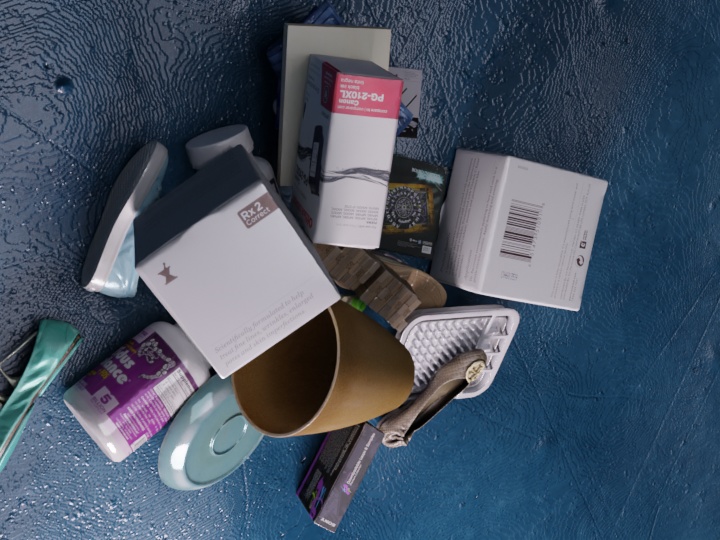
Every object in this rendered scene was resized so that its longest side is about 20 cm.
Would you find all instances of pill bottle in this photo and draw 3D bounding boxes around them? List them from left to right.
[{"bbox_3d":[-0.260,0.135,1.423,0.200,0.112,0.113,-40,117,-19],"label":"pill bottle"},{"bbox_3d":[-0.152,-0.076,1.444,0.111,0.111,0.201,-26,112,-24],"label":"pill bottle"}]

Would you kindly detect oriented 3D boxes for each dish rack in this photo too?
[{"bbox_3d":[0.122,0.115,1.660,0.199,0.044,0.172,-3,129,-30],"label":"dish rack"}]

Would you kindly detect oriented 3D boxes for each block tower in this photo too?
[{"bbox_3d":[0.000,0.000,1.506,0.058,0.054,0.200,-44,125,6],"label":"block tower"}]

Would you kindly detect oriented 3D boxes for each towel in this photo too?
[{"bbox_3d":[-0.025,-0.232,1.456,0.112,0.048,0.200,-45,117,-14],"label":"towel"}]

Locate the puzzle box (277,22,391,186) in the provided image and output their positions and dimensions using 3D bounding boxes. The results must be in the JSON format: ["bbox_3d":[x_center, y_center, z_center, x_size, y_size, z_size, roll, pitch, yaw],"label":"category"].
[{"bbox_3d":[-0.035,-0.203,1.418,0.132,0.025,0.201,-1,109,-17],"label":"puzzle box"}]

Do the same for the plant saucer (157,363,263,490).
[{"bbox_3d":[-0.177,0.207,1.479,0.200,0.027,0.201,-38,147,-30],"label":"plant saucer"}]

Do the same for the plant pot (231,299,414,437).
[{"bbox_3d":[-0.028,0.123,1.434,0.199,0.186,0.188,15,92,-46],"label":"plant pot"}]

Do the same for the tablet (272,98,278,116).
[{"bbox_3d":[-0.032,-0.166,1.555,0.130,0.014,0.201,-31,114,-22],"label":"tablet"}]

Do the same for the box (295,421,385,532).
[{"bbox_3d":[-0.030,0.263,1.538,0.036,0.200,0.144,28,85,-8],"label":"box"}]

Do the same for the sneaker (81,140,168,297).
[{"bbox_3d":[-0.270,-0.059,1.404,0.082,0.074,0.201,21,100,-33],"label":"sneaker"}]

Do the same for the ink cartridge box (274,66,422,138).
[{"bbox_3d":[-0.014,-0.228,1.517,0.199,0.044,0.095,-1,99,-30],"label":"ink cartridge box"}]

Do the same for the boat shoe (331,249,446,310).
[{"bbox_3d":[0.035,0.008,1.600,0.199,0.065,0.072,19,112,-32],"label":"boat shoe"}]

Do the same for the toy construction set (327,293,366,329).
[{"bbox_3d":[-0.042,0.112,1.560,0.131,0.092,0.201,-7,111,-49],"label":"toy construction set"}]

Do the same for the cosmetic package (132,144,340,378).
[{"bbox_3d":[-0.146,-0.016,1.297,0.164,0.200,0.165,-34,111,1],"label":"cosmetic package"}]

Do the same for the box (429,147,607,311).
[{"bbox_3d":[0.229,-0.059,1.664,0.199,0.130,0.200,9,95,-32],"label":"box"}]

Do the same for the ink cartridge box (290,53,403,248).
[{"bbox_3d":[-0.020,-0.142,1.350,0.084,0.145,0.201,4,107,-16],"label":"ink cartridge box"}]

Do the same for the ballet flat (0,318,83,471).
[{"bbox_3d":[-0.413,0.144,1.371,0.070,0.067,0.201,32,83,-7],"label":"ballet flat"}]

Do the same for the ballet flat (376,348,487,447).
[{"bbox_3d":[0.108,0.189,1.652,0.200,0.046,0.067,-39,138,6],"label":"ballet flat"}]

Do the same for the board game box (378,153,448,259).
[{"bbox_3d":[0.031,-0.096,1.579,0.199,0.028,0.136,11,89,-38],"label":"board game box"}]
